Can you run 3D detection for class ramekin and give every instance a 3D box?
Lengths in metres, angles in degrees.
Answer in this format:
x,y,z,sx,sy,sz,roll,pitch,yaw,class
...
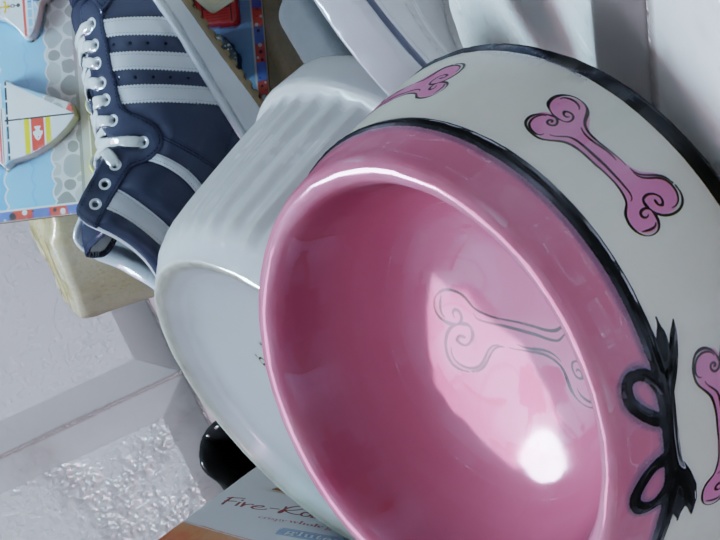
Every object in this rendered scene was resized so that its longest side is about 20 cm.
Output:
x,y,z,sx,sy,sz,roll,pitch,yaw,class
0.008,0.023,1.199,0.200,0.105,0.201,38,155,21,ramekin

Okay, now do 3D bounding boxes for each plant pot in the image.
x,y,z,sx,sy,sz,roll,pitch,yaw,class
-0.093,-0.069,1.569,0.201,0.183,0.201,63,172,16,plant pot

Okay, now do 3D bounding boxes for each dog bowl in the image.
x,y,z,sx,sy,sz,roll,pitch,yaw,class
0.046,0.029,1.005,0.200,0.074,0.201,26,128,38,dog bowl

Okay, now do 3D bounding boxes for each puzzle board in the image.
x,y,z,sx,sy,sz,roll,pitch,yaw,class
-0.123,-0.129,1.491,0.017,0.150,0.201,50,-145,-78,puzzle board

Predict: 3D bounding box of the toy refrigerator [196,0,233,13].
x,y,z,sx,sy,sz,roll,pitch,yaw,class
-0.095,-0.229,1.443,0.076,0.070,0.201,40,-161,-54,toy refrigerator

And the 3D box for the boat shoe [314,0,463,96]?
x,y,z,sx,sy,sz,roll,pitch,yaw,class
0.002,-0.145,1.124,0.201,0.065,0.074,63,-164,23,boat shoe

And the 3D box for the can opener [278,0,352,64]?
x,y,z,sx,sy,sz,roll,pitch,yaw,class
0.026,-0.076,1.301,0.200,0.053,0.067,59,138,41,can opener

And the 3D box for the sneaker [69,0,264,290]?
x,y,z,sx,sy,sz,roll,pitch,yaw,class
-0.116,-0.080,1.429,0.200,0.108,0.070,53,168,8,sneaker

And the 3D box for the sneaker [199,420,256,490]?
x,y,z,sx,sy,sz,roll,pitch,yaw,class
-0.004,0.129,1.476,0.199,0.076,0.091,25,-177,38,sneaker

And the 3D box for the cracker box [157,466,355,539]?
x,y,z,sx,sy,sz,roll,pitch,yaw,class
0.004,0.128,1.292,0.200,0.133,0.058,-31,-52,-70,cracker box
